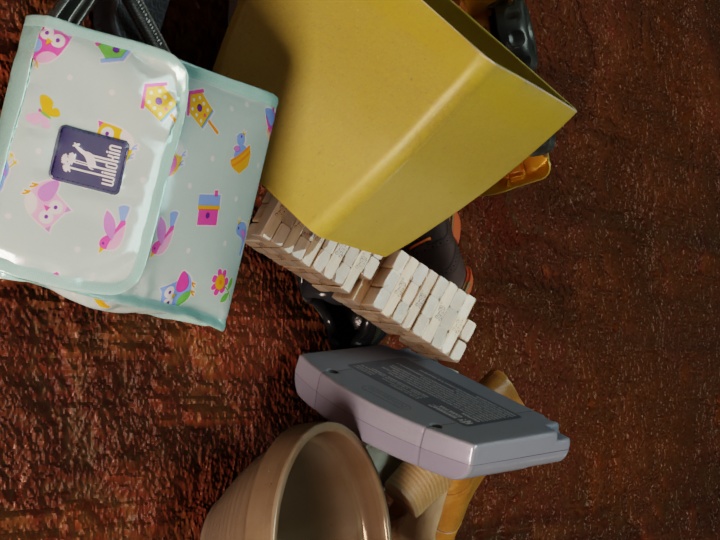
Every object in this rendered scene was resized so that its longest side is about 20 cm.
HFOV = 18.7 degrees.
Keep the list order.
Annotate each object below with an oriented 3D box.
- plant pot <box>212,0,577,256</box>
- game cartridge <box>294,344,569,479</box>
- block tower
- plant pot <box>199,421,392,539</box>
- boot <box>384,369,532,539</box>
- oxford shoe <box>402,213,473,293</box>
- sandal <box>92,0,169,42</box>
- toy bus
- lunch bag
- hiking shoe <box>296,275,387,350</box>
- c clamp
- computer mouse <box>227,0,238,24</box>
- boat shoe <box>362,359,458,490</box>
[{"bbox_3d":[0.004,-0.124,1.580,0.177,0.200,0.200,-51,158,11],"label":"plant pot"},{"bbox_3d":[0.047,0.109,1.697,0.133,0.200,0.041,1,108,-45],"label":"game cartridge"},{"bbox_3d":[0.000,0.000,1.713,0.200,0.058,0.054,34,76,-25],"label":"block tower"},{"bbox_3d":[-0.057,0.213,1.618,0.201,0.092,0.202,15,73,-63],"label":"plant pot"},{"bbox_3d":[0.088,0.172,1.841,0.144,0.071,0.201,-42,156,-17],"label":"boot"},{"bbox_3d":[0.049,-0.022,1.882,0.200,0.071,0.073,-98,162,-59],"label":"oxford shoe"},{"bbox_3d":[-0.151,-0.246,1.566,0.076,0.043,0.201,54,51,-47],"label":"sandal"},{"bbox_3d":[0.099,-0.194,1.998,0.192,0.135,0.201,-84,159,-58],"label":"toy bus"},{"bbox_3d":[-0.160,-0.061,1.408,0.200,0.122,0.171,20,83,-54],"label":"lunch bag"},{"bbox_3d":[-0.013,-0.019,1.769,0.101,0.075,0.201,-57,137,-57],"label":"hiking shoe"},{"bbox_3d":[-0.156,-0.140,1.517,0.171,0.027,0.200,-61,146,-21],"label":"c clamp"},{"bbox_3d":[-0.077,-0.209,1.693,0.109,0.044,0.201,-19,110,-37],"label":"computer mouse"},{"bbox_3d":[0.015,0.126,1.807,0.200,0.062,0.075,-44,150,-49],"label":"boat shoe"}]
